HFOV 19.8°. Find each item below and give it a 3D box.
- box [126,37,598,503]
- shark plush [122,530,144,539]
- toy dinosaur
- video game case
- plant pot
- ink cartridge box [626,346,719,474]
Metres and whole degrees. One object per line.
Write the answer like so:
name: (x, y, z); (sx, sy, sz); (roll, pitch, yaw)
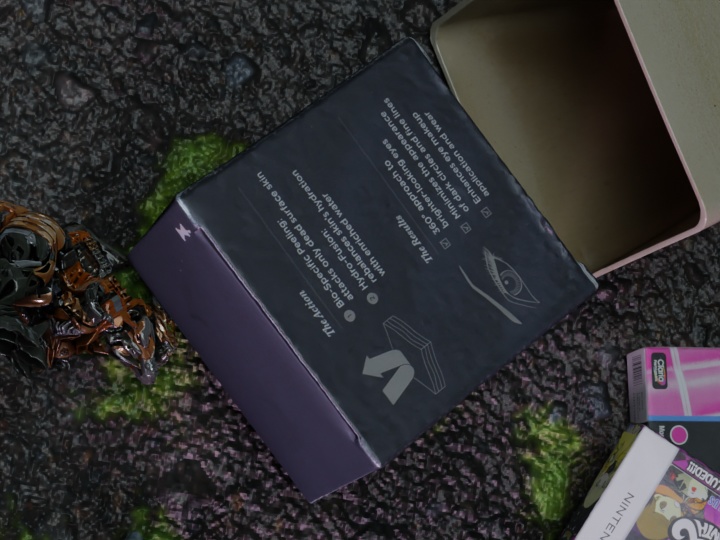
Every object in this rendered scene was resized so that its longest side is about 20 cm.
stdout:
box: (0.000, 0.000, 1.268); (0.200, 0.117, 0.197); (-37, 90, -29)
shark plush: (-0.193, 0.212, 1.190); (0.200, 0.091, 0.084); (-23, 125, -30)
toy dinosaur: (-0.208, 0.012, 1.247); (0.199, 0.102, 0.136); (23, 49, 3)
video game case: (0.209, 0.225, 1.319); (0.200, 0.036, 0.182); (34, 85, -7)
plant pot: (0.194, -0.120, 1.329); (0.177, 0.200, 0.201); (-20, 85, -30)
ink cartridge box: (0.276, 0.101, 1.383); (0.199, 0.037, 0.095); (2, 79, -17)
